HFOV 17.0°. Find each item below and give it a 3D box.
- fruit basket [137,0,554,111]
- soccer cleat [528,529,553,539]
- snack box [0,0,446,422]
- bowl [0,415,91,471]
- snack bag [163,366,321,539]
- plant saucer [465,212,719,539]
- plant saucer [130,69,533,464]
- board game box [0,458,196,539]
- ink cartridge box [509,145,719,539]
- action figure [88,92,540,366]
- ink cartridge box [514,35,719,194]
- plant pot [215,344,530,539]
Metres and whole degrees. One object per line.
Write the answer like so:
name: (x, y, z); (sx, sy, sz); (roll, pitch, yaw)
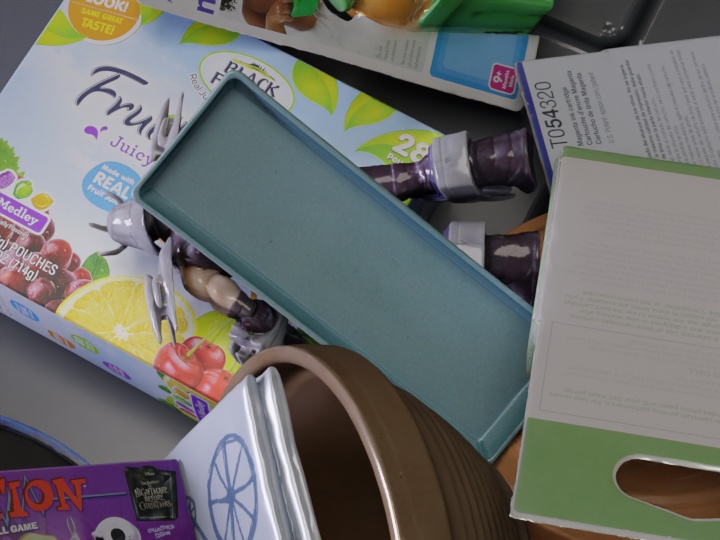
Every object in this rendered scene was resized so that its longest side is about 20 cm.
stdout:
fruit basket: (0.004, -0.188, 1.159); (0.200, 0.094, 0.185); (17, 69, -19)
soccer cleat: (0.069, 0.197, 1.060); (0.076, 0.067, 0.200); (-2, 69, 19)
snack box: (-0.083, -0.030, 1.142); (0.200, 0.068, 0.169); (29, 74, 10)
bowl: (-0.172, 0.147, 1.003); (0.200, 0.039, 0.201); (13, 56, -21)
snack bag: (-0.054, 0.165, 1.018); (0.021, 0.189, 0.200); (-2, 67, -27)
plant saucer: (0.130, 0.045, 1.093); (0.200, 0.032, 0.200); (0, 53, 0)
plant saucer: (0.000, 0.000, 1.025); (0.200, 0.019, 0.070); (38, 95, -15)
board game box: (-0.156, 0.141, 0.973); (0.200, 0.032, 0.120); (-3, 59, -28)
ink cartridge box: (0.140, 0.042, 0.989); (0.145, 0.048, 0.200); (9, 52, 4)
action figure: (-0.021, -0.018, 1.068); (0.200, 0.069, 0.130); (-1, 80, 0)
ink cartridge box: (0.186, -0.028, 1.105); (0.200, 0.043, 0.196); (-8, 51, -4)
plant pot: (0.010, 0.129, 1.013); (0.093, 0.201, 0.201); (-3, 67, -27)
